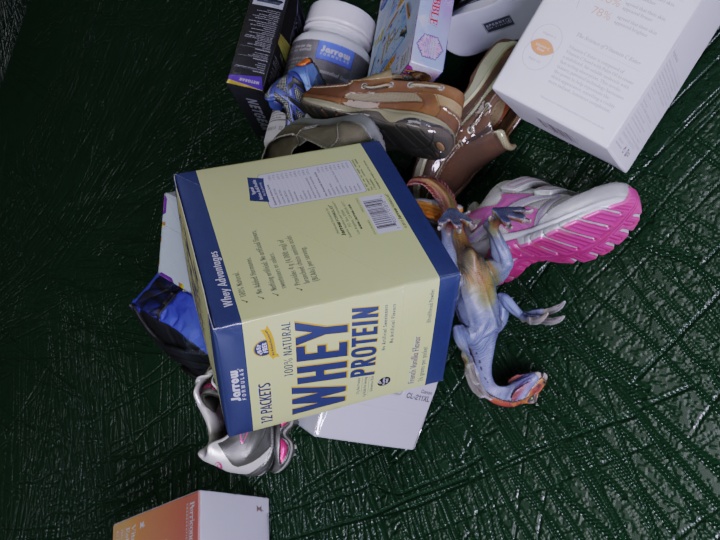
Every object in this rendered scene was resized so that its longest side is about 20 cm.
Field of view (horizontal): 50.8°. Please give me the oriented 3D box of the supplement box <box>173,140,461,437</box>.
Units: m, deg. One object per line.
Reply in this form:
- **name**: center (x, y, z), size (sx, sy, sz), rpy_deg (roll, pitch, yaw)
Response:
- **supplement box**: center (-0.047, 0.007, 0.675), size (0.201, 0.198, 0.135), rpy_deg (-116, 21, -43)

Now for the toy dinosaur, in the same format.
- **toy dinosaur**: center (0.119, 0.029, 0.693), size (0.201, 0.104, 0.183), rpy_deg (-114, 16, -56)

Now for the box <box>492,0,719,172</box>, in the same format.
- **box**: center (0.230, -0.211, 0.673), size (0.124, 0.097, 0.201), rpy_deg (36, 101, 27)

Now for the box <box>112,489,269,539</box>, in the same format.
- **box**: center (-0.209, 0.368, 0.921), size (0.199, 0.106, 0.154), rpy_deg (-31, 53, 36)

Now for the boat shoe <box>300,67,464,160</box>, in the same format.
- **boat shoe**: center (0.026, -0.173, 0.810), size (0.199, 0.076, 0.074), rpy_deg (20, 75, 34)

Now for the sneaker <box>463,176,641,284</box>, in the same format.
- **sneaker**: center (0.165, -0.052, 0.716), size (0.199, 0.081, 0.089), rpy_deg (-18, 63, 41)

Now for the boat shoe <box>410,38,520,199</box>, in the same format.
- **boat shoe**: center (0.128, -0.146, 0.805), size (0.075, 0.074, 0.204), rpy_deg (38, 103, 40)

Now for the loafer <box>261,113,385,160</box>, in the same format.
- **loafer**: center (-0.057, -0.122, 0.811), size (0.069, 0.076, 0.199), rpy_deg (-34, 16, -31)

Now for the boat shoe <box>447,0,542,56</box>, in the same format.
- **boat shoe**: center (0.178, -0.287, 0.817), size (0.199, 0.072, 0.068), rpy_deg (-5, 48, 44)

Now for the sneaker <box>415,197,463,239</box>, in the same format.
- **sneaker**: center (0.042, -0.030, 0.819), size (0.200, 0.077, 0.078), rpy_deg (177, 97, -72)

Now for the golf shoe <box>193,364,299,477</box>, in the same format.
- **golf shoe**: center (-0.112, 0.094, 0.728), size (0.077, 0.088, 0.202), rpy_deg (-35, 53, 39)

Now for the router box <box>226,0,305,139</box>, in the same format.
- **router box**: center (-0.119, -0.285, 1.053), size (0.052, 0.200, 0.159), rpy_deg (13, 80, 6)

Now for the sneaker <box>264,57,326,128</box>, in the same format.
- **sneaker**: center (-0.051, -0.151, 0.908), size (0.078, 0.075, 0.201), rpy_deg (-25, 76, -2)

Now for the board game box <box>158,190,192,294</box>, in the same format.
- **board game box**: center (-0.127, -0.045, 0.904), size (0.104, 0.199, 0.104), rpy_deg (26, 118, 28)

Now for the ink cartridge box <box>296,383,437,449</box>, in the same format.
- **ink cartridge box**: center (-0.039, 0.110, 0.816), size (0.199, 0.145, 0.084), rpy_deg (22, 92, 50)

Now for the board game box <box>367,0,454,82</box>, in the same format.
- **board game box**: center (0.057, -0.287, 0.901), size (0.200, 0.041, 0.202), rpy_deg (148, 134, -70)

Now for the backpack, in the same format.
- **backpack**: center (-0.177, 0.062, 0.978), size (0.168, 0.163, 0.199), rpy_deg (-52, 37, -12)

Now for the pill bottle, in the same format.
- **pill bottle**: center (-0.049, -0.243, 1.006), size (0.113, 0.113, 0.202), rpy_deg (7, 79, 48)

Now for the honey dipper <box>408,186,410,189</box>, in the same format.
- **honey dipper**: center (0.012, -0.086, 0.936), size (0.199, 0.038, 0.038), rpy_deg (-9, 67, 41)
